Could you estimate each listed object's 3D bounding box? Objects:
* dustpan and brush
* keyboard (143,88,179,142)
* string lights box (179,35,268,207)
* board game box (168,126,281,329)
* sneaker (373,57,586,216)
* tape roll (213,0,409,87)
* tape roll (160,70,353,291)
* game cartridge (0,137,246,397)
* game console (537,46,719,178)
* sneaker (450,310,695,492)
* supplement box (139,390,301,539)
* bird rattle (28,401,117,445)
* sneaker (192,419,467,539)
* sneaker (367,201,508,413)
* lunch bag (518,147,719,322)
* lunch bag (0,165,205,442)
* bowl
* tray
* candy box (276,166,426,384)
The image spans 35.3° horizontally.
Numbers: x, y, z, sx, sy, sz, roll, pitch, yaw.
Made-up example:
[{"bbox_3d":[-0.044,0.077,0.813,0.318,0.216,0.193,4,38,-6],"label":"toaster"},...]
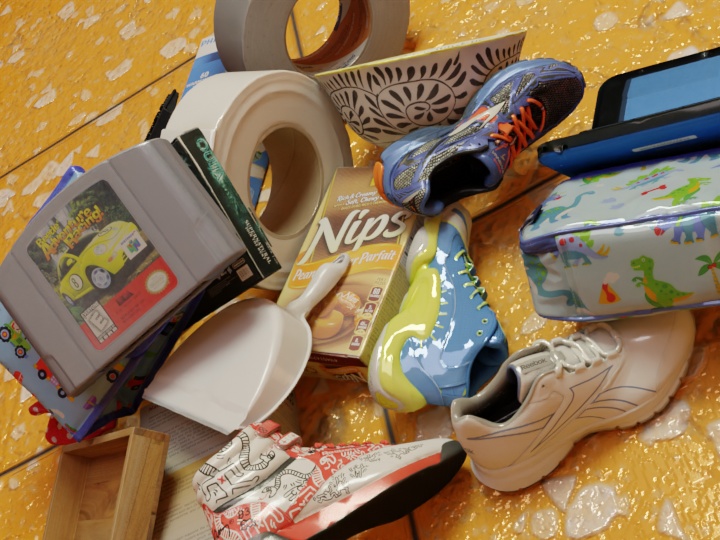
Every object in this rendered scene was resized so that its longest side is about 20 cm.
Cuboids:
[{"bbox_3d":[-0.075,0.051,0.944,0.139,0.057,0.201,12,62,47],"label":"dustpan and brush"},{"bbox_3d":[-0.245,-0.091,1.212,0.201,0.020,0.127,-60,17,24],"label":"keyboard"},{"bbox_3d":[-0.146,-0.150,1.214,0.059,0.103,0.201,-10,51,31],"label":"string lights box"},{"bbox_3d":[-0.164,-0.021,0.981,0.200,0.136,0.028,-29,2,46],"label":"board game box"},{"bbox_3d":[0.110,-0.105,0.957,0.199,0.076,0.079,-35,36,0],"label":"sneaker"},{"bbox_3d":[-0.048,-0.256,1.158,0.200,0.200,0.066,-45,44,-5],"label":"tape roll"},{"bbox_3d":[-0.093,-0.084,1.048,0.070,0.203,0.203,6,60,38],"label":"tape roll"},{"bbox_3d":[-0.203,-0.007,0.915,0.200,0.041,0.133,-40,81,16],"label":"game cartridge"},{"bbox_3d":[0.257,-0.144,0.904,0.199,0.170,0.119,-12,76,33],"label":"game console"},{"bbox_3d":[0.154,0.081,0.818,0.199,0.087,0.075,-37,40,3],"label":"sneaker"},{"bbox_3d":[-0.111,0.184,0.935,0.125,0.074,0.201,-26,44,15],"label":"supplement box"},{"bbox_3d":[-0.261,0.082,1.142,0.163,0.112,0.201,23,84,57],"label":"bird rattle"},{"bbox_3d":[-0.025,0.146,0.844,0.200,0.067,0.108,-24,57,-23],"label":"sneaker"},{"bbox_3d":[0.083,0.034,0.934,0.104,0.076,0.201,11,61,20],"label":"sneaker"},{"bbox_3d":[0.223,-0.032,0.828,0.199,0.083,0.161,-9,18,30],"label":"lunch bag"},{"bbox_3d":[-0.224,0.018,0.978,0.150,0.094,0.200,41,114,10],"label":"lunch bag"},{"bbox_3d":[0.064,-0.156,1.049,0.199,0.095,0.201,-12,10,2],"label":"bowl"},{"bbox_3d":[-0.219,0.194,0.960,0.200,0.037,0.099,-22,56,56],"label":"tray"},{"bbox_3d":[0.000,0.000,1.019,0.115,0.055,0.201,3,59,36],"label":"candy box"}]
